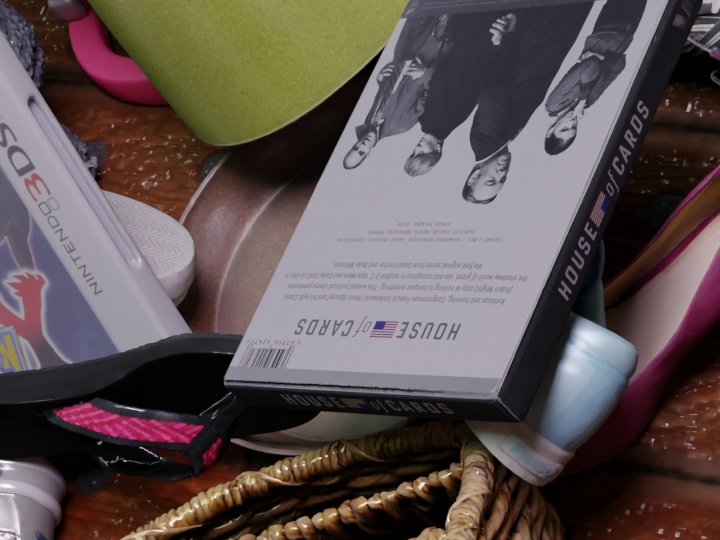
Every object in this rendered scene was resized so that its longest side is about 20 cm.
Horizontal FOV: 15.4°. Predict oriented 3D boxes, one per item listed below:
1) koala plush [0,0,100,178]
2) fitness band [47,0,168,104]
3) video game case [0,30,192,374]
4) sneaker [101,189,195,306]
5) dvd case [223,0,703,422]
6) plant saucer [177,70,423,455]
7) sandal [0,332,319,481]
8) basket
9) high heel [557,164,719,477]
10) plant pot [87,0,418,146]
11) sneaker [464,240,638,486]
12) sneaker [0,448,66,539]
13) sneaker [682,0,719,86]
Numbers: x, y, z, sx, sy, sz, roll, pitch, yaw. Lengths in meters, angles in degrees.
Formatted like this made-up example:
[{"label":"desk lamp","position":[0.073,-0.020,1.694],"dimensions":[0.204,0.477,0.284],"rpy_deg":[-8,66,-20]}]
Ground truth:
[{"label":"koala plush","position":[-0.235,-0.099,1.337],"dimensions":[0.199,0.178,0.184],"rpy_deg":[3,45,37]},{"label":"fitness band","position":[-0.086,-0.178,1.382],"dimensions":[0.143,0.037,0.201],"rpy_deg":[-3,61,29]},{"label":"video game case","position":[-0.195,-0.003,1.209],"dimensions":[0.199,0.183,0.023],"rpy_deg":[-25,13,33]},{"label":"sneaker","position":[-0.165,0.023,1.267],"dimensions":[0.199,0.116,0.074],"rpy_deg":[8,31,21]},{"label":"dvd case","position":[0.040,-0.031,1.067],"dimensions":[0.150,0.025,0.201],"rpy_deg":[0,57,44]},{"label":"plant saucer","position":[0.000,0.000,1.216],"dimensions":[0.199,0.034,0.201],"rpy_deg":[-16,53,23]},{"label":"sandal","position":[-0.102,0.069,1.159],"dimensions":[0.199,0.075,0.045],"rpy_deg":[-10,54,24]},{"label":"basket","position":[-0.026,0.128,1.072],"dimensions":[0.199,0.149,0.143],"rpy_deg":[-20,52,20]},{"label":"high heel","position":[0.110,0.015,1.097],"dimensions":[0.199,0.096,0.068],"rpy_deg":[-28,50,13]},{"label":"plant pot","position":[-0.079,-0.192,1.199],"dimensions":[0.187,0.200,0.188],"rpy_deg":[-35,29,23]},{"label":"sneaker","position":[0.063,0.000,1.094],"dimensions":[0.082,0.074,0.200],"rpy_deg":[-43,42,14]},{"label":"sneaker","position":[-0.233,0.140,1.237],"dimensions":[0.199,0.075,0.082],"rpy_deg":[-17,51,20]},{"label":"sneaker","position":[0.182,-0.100,1.148],"dimensions":[0.199,0.075,0.080],"rpy_deg":[2,18,44]}]
